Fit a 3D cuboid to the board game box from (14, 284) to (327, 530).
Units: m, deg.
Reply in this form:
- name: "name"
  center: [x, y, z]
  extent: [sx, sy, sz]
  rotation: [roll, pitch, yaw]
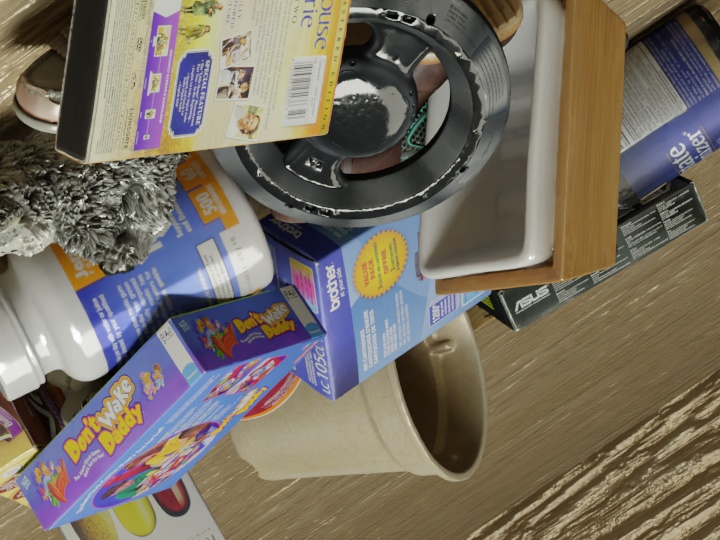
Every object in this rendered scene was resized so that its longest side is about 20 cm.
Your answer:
- name: "board game box"
  center: [-0.131, 0.095, 1.564]
  extent: [0.200, 0.045, 0.134]
  rotation: [-44, 163, 34]

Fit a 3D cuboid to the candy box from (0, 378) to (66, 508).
- name: "candy box"
  center: [-0.255, 0.110, 1.662]
  extent: [0.056, 0.117, 0.200]
  rotation: [-32, 165, 3]

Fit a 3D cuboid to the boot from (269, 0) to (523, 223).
- name: "boot"
  center: [0.017, -0.115, 1.537]
  extent: [0.199, 0.073, 0.167]
  rotation: [-16, 146, -3]

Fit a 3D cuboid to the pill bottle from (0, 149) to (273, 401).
- name: "pill bottle"
  center: [-0.168, 0.005, 1.523]
  extent: [0.199, 0.112, 0.112]
  rotation: [-28, 164, -13]

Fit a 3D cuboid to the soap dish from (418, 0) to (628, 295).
- name: "soap dish"
  center: [0.112, -0.085, 1.544]
  extent: [0.081, 0.202, 0.157]
  rotation: [7, 172, -30]

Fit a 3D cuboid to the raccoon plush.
- name: "raccoon plush"
  center: [-0.172, -0.087, 1.365]
  extent: [0.134, 0.096, 0.201]
  rotation: [22, 96, -55]

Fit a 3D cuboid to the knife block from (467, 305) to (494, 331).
- name: "knife block"
  center: [0.090, 0.029, 2.145]
  extent: [0.200, 0.064, 0.175]
  rotation: [-31, 178, 37]

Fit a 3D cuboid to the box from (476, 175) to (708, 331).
- name: "box"
  center: [0.174, -0.034, 1.978]
  extent: [0.199, 0.048, 0.193]
  rotation: [-29, -161, -10]

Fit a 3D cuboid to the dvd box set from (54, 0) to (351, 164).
- name: "dvd box set"
  center: [-0.080, -0.141, 1.264]
  extent: [0.199, 0.029, 0.147]
  rotation: [-12, 118, -49]

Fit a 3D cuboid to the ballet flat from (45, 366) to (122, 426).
- name: "ballet flat"
  center: [-0.195, 0.075, 1.641]
  extent: [0.072, 0.068, 0.201]
  rotation: [-50, 150, -31]

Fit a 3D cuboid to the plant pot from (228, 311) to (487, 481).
- name: "plant pot"
  center: [-0.013, 0.098, 1.951]
  extent: [0.182, 0.202, 0.200]
  rotation: [-14, 172, 24]

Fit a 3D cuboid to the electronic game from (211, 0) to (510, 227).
- name: "electronic game"
  center: [-0.003, -0.109, 1.446]
  extent: [0.198, 0.042, 0.201]
  rotation: [-2, 129, -2]

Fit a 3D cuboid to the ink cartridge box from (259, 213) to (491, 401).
- name: "ink cartridge box"
  center: [0.000, 0.000, 1.684]
  extent: [0.199, 0.076, 0.137]
  rotation: [-32, 134, -27]

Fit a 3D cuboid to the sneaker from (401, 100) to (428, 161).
- name: "sneaker"
  center: [0.019, -0.090, 1.627]
  extent: [0.199, 0.092, 0.078]
  rotation: [-30, 163, -6]

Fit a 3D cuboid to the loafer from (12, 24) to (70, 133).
- name: "loafer"
  center: [-0.116, -0.139, 1.301]
  extent: [0.199, 0.072, 0.063]
  rotation: [-26, 140, -38]

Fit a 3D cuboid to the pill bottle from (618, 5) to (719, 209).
- name: "pill bottle"
  center: [0.231, -0.123, 1.888]
  extent: [0.199, 0.112, 0.112]
  rotation: [-34, 164, 8]

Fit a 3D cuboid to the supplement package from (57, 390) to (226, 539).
- name: "supplement package"
  center: [-0.195, 0.175, 1.812]
  extent: [0.113, 0.201, 0.110]
  rotation: [-29, 164, -9]

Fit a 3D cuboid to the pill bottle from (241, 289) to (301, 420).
- name: "pill bottle"
  center: [-0.114, 0.047, 1.748]
  extent: [0.113, 0.113, 0.200]
  rotation: [-33, 163, 3]
